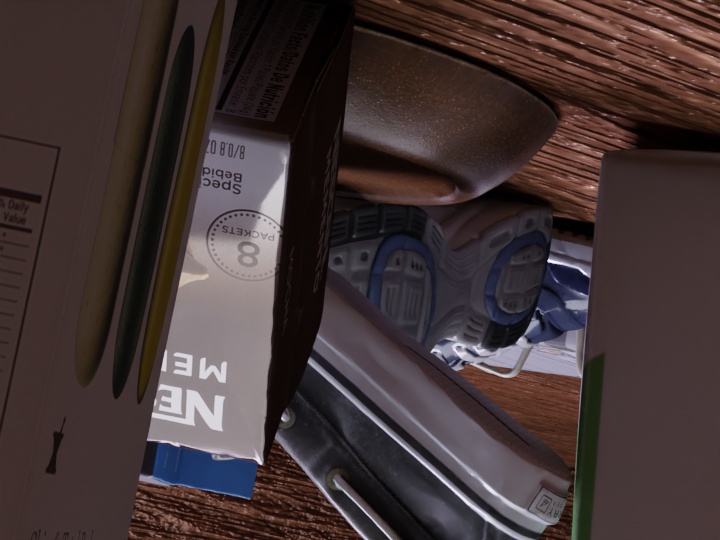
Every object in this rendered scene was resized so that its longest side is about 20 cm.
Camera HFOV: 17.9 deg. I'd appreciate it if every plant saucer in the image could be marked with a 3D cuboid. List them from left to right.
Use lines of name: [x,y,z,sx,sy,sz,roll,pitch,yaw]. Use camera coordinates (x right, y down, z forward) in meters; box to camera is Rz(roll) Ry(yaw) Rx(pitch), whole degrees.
plant saucer: [-0.035,-0.054,0.757,0.199,0.032,0.200,11,175,1]

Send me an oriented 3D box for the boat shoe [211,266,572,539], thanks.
boat shoe: [-0.027,0.033,0.736,0.200,0.071,0.072,39,-175,18]

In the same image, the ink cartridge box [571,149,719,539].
ink cartridge box: [0.120,0.047,0.810,0.084,0.147,0.200,4,173,6]

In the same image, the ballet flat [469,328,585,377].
ballet flat: [0.093,0.024,1.071,0.199,0.063,0.067,10,174,14]

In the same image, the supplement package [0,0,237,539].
supplement package: [-0.120,-0.011,0.499,0.150,0.201,0.152,11,174,3]

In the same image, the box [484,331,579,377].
box: [0.108,0.031,1.222,0.199,0.041,0.156,6,171,38]

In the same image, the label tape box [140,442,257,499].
label tape box: [-0.121,0.018,1.055,0.199,0.145,0.063,13,172,-19]

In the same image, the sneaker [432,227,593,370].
sneaker: [0.038,0.030,1.013,0.199,0.109,0.070,9,174,20]

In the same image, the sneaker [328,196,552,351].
sneaker: [0.000,0.000,0.892,0.087,0.075,0.200,18,-171,27]

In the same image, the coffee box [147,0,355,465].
coffee box: [-0.109,-0.028,0.651,0.199,0.113,0.080,11,-144,5]
